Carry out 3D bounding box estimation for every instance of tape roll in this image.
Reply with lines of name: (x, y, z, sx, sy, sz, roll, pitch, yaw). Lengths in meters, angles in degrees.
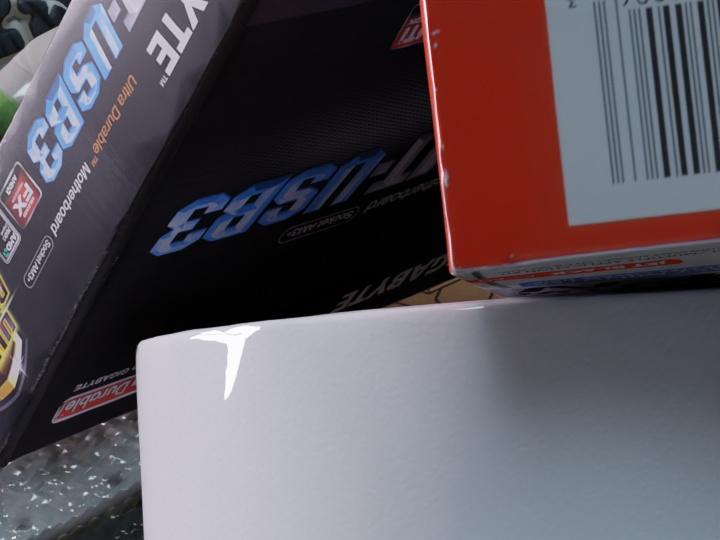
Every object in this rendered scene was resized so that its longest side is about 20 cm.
tape roll: (0.048, 0.045, 0.651, 0.201, 0.071, 0.202, -3, -5, 0)

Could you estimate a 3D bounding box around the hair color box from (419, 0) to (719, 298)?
hair color box: (0.083, -0.027, 0.612, 0.110, 0.064, 0.200, -7, -3, 10)

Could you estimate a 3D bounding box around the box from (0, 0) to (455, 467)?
box: (0.003, -0.054, 0.691, 0.199, 0.199, 0.050, -20, 61, -46)

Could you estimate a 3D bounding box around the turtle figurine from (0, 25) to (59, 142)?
turtle figurine: (-0.131, 0.018, 0.742, 0.193, 0.200, 0.144, -28, 78, -13)

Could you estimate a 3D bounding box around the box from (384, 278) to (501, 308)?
box: (0.000, 0.000, 0.848, 0.163, 0.021, 0.200, -24, 40, -21)

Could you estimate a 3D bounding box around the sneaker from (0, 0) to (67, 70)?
sneaker: (-0.182, -0.044, 0.899, 0.199, 0.078, 0.080, -23, 31, -19)
